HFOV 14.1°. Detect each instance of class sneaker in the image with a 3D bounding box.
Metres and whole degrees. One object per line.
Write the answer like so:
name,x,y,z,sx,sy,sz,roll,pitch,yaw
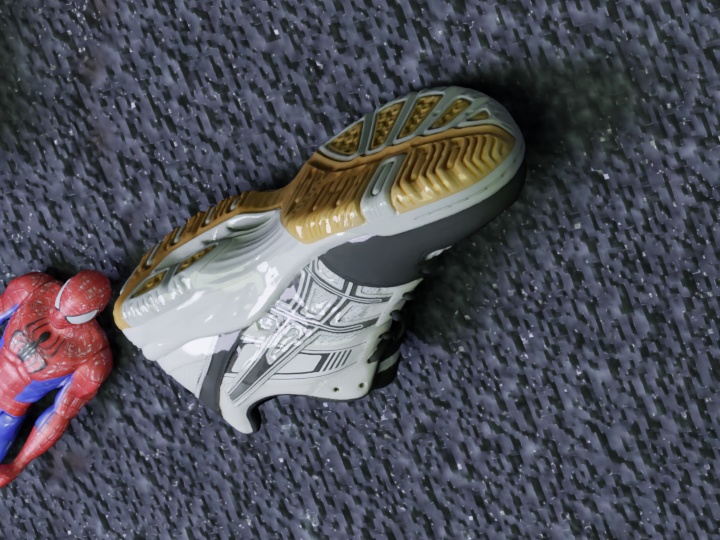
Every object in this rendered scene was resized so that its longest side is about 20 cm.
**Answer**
sneaker,0.000,0.000,1.097,0.199,0.076,0.088,-25,113,42

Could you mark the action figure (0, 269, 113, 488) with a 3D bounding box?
action figure,-0.160,0.060,1.242,0.066,0.052,0.200,51,128,9
